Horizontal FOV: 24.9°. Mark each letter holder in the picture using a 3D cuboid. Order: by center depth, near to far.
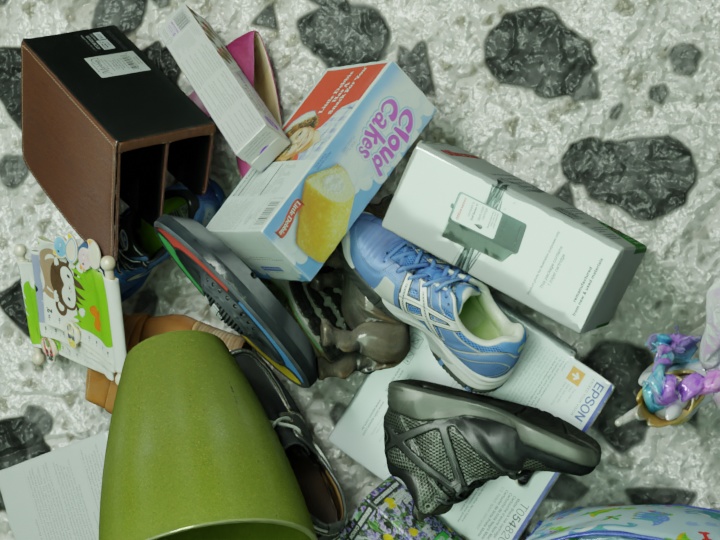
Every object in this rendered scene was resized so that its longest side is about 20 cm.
[{"bbox_3d":[-0.230,-0.115,1.516,0.200,0.100,0.143,44,137,40],"label":"letter holder"}]

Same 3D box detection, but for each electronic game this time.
[{"bbox_3d":[-0.110,0.028,1.439,0.042,0.200,0.200,-43,78,-10],"label":"electronic game"}]

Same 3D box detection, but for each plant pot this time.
[{"bbox_3d":[-0.144,0.161,1.405,0.186,0.187,0.202,-22,59,16],"label":"plant pot"}]

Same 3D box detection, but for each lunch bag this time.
[{"bbox_3d":[0.233,0.256,1.374,0.198,0.170,0.129,14,95,16],"label":"lunch bag"}]

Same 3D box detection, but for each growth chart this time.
[{"bbox_3d":[-0.272,0.034,1.537,0.199,0.018,0.146,10,114,51],"label":"growth chart"}]

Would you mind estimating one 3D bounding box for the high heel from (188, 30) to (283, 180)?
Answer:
[{"bbox_3d":[-0.075,-0.126,1.521,0.096,0.067,0.201,-45,68,18],"label":"high heel"}]

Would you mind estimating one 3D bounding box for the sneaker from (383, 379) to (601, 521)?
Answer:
[{"bbox_3d":[0.109,0.169,1.420,0.198,0.076,0.115,11,96,20],"label":"sneaker"}]

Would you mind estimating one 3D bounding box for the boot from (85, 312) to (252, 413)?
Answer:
[{"bbox_3d":[-0.196,0.140,1.554,0.154,0.077,0.202,11,91,15],"label":"boot"}]

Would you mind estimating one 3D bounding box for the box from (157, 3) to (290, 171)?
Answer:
[{"bbox_3d":[-0.126,-0.168,1.477,0.041,0.039,0.200,-45,49,11],"label":"box"}]

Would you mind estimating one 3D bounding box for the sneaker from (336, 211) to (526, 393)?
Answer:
[{"bbox_3d":[0.065,0.014,1.414,0.200,0.076,0.077,41,144,2],"label":"sneaker"}]

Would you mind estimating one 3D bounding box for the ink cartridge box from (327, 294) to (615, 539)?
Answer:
[{"bbox_3d":[0.101,0.128,1.480,0.199,0.041,0.201,35,101,14],"label":"ink cartridge box"}]

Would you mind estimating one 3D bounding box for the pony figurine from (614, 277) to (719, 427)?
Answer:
[{"bbox_3d":[0.308,0.084,1.331,0.192,0.200,0.168,-21,84,16],"label":"pony figurine"}]

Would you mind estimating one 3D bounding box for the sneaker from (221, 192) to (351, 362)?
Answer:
[{"bbox_3d":[-0.072,0.022,1.533,0.201,0.077,0.089,52,135,9],"label":"sneaker"}]

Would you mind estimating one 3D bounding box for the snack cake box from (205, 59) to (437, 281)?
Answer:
[{"bbox_3d":[-0.036,-0.088,1.435,0.067,0.115,0.201,44,70,-23],"label":"snack cake box"}]

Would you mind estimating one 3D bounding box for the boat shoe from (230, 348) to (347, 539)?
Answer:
[{"bbox_3d":[-0.069,0.155,1.480,0.071,0.068,0.201,-21,74,-24],"label":"boat shoe"}]

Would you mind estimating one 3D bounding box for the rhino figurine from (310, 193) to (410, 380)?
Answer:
[{"bbox_3d":[0.000,0.000,1.474,0.086,0.060,0.202,2,68,-13],"label":"rhino figurine"}]

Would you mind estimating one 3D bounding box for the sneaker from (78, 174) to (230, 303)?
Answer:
[{"bbox_3d":[-0.219,-0.028,1.553,0.199,0.089,0.079,-35,81,17],"label":"sneaker"}]

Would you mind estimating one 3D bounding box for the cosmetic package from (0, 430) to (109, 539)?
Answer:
[{"bbox_3d":[-0.252,0.211,1.535,0.199,0.071,0.102,-22,84,44],"label":"cosmetic package"}]

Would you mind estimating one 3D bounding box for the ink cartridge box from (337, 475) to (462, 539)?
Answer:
[{"bbox_3d":[0.065,0.293,1.470,0.200,0.050,0.109,41,127,13],"label":"ink cartridge box"}]

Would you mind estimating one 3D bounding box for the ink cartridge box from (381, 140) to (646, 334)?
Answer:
[{"bbox_3d":[0.134,-0.030,1.413,0.199,0.146,0.084,29,100,16],"label":"ink cartridge box"}]
